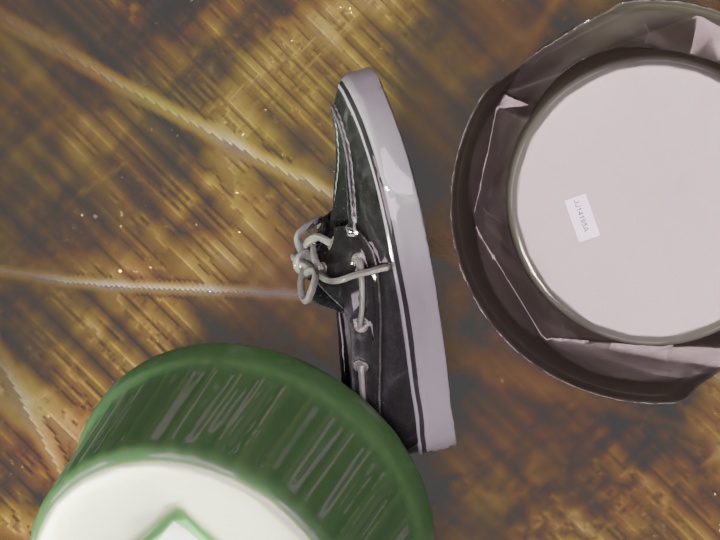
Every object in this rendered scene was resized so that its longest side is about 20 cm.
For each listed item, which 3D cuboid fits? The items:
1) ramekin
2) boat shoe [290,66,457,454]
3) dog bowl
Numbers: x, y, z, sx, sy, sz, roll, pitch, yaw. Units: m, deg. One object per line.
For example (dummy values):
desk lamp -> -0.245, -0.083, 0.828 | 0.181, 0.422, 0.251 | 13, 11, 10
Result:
ramekin -> -0.070, 0.147, 1.253 | 0.199, 0.098, 0.201 | 8, 117, 16
boat shoe -> 0.000, 0.000, 1.261 | 0.068, 0.074, 0.200 | -11, 107, -4
dog bowl -> 0.146, -0.037, 1.240 | 0.199, 0.059, 0.201 | 1, 99, 9
